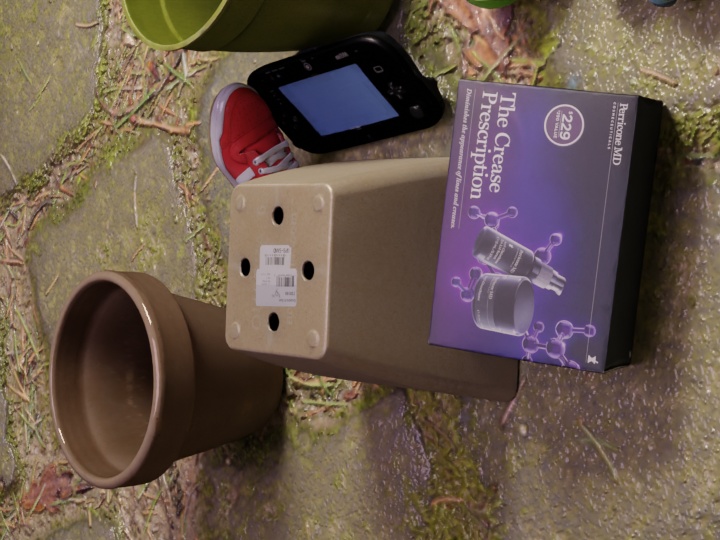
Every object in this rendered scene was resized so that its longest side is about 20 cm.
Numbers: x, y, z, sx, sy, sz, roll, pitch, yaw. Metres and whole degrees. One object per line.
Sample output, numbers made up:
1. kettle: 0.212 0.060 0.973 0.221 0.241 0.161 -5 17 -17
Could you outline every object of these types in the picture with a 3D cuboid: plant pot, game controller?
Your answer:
1. plant pot: 0.000 0.000 1.299 0.200 0.177 0.200 3 90 50
2. plant pot: -0.076 -0.273 1.383 0.200 0.193 0.201 -9 78 49
3. plant pot: -0.173 0.103 1.502 0.200 0.174 0.201 -4 84 50
4. game controller: -0.016 -0.154 1.391 0.200 0.104 0.042 -9 49 50

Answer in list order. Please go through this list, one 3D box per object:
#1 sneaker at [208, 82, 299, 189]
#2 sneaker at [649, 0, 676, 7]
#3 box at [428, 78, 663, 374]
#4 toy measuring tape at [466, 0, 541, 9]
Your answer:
1. sneaker: -0.067 -0.071 1.426 0.112 0.071 0.200 23 138 46
2. sneaker: 0.230 -0.237 1.126 0.200 0.079 0.096 5 102 58
3. box: 0.137 -0.035 1.177 0.141 0.079 0.200 8 95 22
4. toy measuring tape: 0.072 -0.261 1.278 0.200 0.074 0.074 29 112 21
